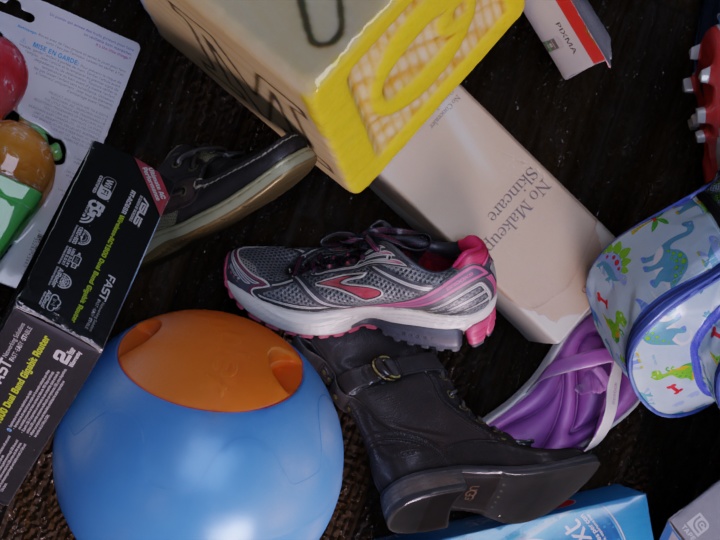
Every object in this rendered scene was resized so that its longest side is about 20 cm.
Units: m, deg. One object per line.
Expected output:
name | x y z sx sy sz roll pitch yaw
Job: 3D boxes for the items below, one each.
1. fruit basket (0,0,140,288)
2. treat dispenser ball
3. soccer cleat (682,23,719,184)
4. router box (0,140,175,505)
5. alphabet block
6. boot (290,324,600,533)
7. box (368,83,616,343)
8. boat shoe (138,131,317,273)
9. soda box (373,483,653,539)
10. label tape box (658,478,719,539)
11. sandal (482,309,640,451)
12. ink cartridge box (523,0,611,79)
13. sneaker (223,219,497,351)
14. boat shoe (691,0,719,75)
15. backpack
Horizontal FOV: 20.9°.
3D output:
fruit basket | -0.274 -0.105 1.372 0.184 0.094 0.201 22 71 -11
treat dispenser ball | -0.111 0.128 1.336 0.199 0.201 0.203 0 91 -11
soccer cleat | 0.290 -0.095 1.449 0.084 0.069 0.201 -10 120 2
router box | -0.198 0.036 1.249 0.062 0.200 0.151 27 47 -9
alphabet block | -0.027 -0.206 1.319 0.200 0.196 0.196 41 84 18
boot | 0.064 0.096 1.409 0.199 0.069 0.175 -2 51 -31
box | 0.094 -0.046 1.436 0.200 0.078 0.095 42 83 -9
boat shoe | -0.115 -0.056 1.352 0.072 0.200 0.066 -26 88 -50
soda box | 0.115 0.213 1.448 0.198 0.068 0.065 -12 93 -11
label tape box | 0.315 0.163 1.445 0.199 0.144 0.063 -36 73 -9
sandal | 0.160 0.100 1.465 0.203 0.050 0.083 -45 99 -8
ink cartridge box | 0.120 -0.210 1.378 0.050 0.200 0.162 -31 97 14
sneaker | 0.000 0.000 1.394 0.198 0.081 0.075 4 125 7
boat shoe | 0.291 -0.190 1.476 0.083 0.069 0.202 -7 95 -11
backpack | 0.270 0.021 1.375 0.199 0.183 0.148 -27 54 3
